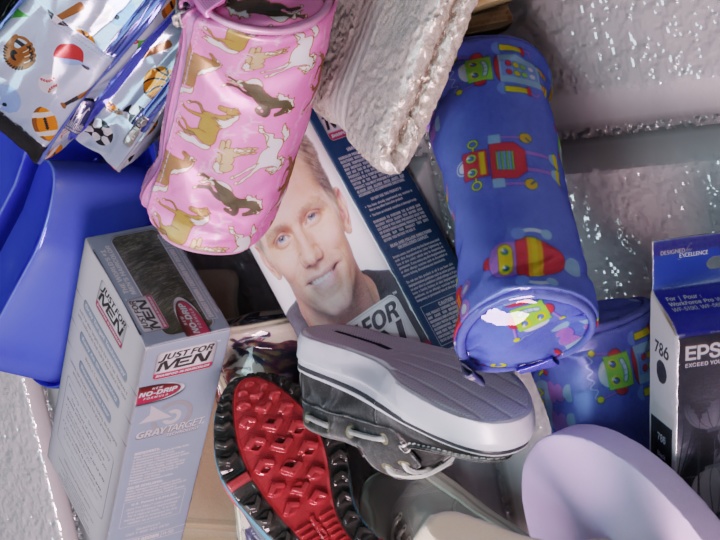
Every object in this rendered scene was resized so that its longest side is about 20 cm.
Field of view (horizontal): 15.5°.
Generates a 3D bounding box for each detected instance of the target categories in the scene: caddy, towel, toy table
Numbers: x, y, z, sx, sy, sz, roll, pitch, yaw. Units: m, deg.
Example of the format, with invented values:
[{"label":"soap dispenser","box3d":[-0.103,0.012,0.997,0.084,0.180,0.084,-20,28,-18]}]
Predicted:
[{"label":"caddy","box3d":[-0.195,-0.018,1.720,0.200,0.105,0.142,-58,37,29]},{"label":"towel","box3d":[0.030,-0.161,1.453,0.201,0.034,0.133,-67,25,13]},{"label":"toy table","box3d":[0.120,0.184,1.369,0.200,0.117,0.184,44,136,28]}]

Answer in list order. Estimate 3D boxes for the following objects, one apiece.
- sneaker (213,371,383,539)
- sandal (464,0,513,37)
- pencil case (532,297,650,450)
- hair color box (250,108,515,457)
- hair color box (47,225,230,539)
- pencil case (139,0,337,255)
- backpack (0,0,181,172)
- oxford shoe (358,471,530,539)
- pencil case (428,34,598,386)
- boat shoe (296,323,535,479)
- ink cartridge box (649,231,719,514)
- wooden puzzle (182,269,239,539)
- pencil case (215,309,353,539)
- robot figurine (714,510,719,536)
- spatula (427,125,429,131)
[{"label":"sneaker","box3d":[-0.038,0.159,1.584,0.200,0.079,0.096,63,158,16]},{"label":"sandal","box3d":[0.084,-0.178,1.444,0.211,0.077,0.070,-24,83,50]},{"label":"pencil case","box3d":[0.143,0.114,1.483,0.087,0.078,0.201,-158,54,-71]},{"label":"hair color box","box3d":[0.000,0.000,1.591,0.100,0.060,0.200,-36,80,43]},{"label":"hair color box","box3d":[-0.142,0.079,1.660,0.099,0.060,0.200,57,147,36]},{"label":"pencil case","box3d":[-0.072,-0.094,1.493,0.086,0.083,0.200,26,140,9]},{"label":"backpack","box3d":[-0.142,-0.167,1.578,0.154,0.200,0.191,29,121,-6]},{"label":"oxford shoe","box3d":[0.044,0.167,1.584,0.200,0.058,0.075,24,129,59]},{"label":"pencil case","box3d":[0.079,-0.033,1.434,0.087,0.078,0.200,75,-173,-51]},{"label":"boat shoe","box3d":[0.032,0.083,1.489,0.200,0.072,0.071,22,115,57]},{"label":"ink cartridge box","box3d":[0.204,0.077,1.407,0.039,0.099,0.201,-138,42,-66]},{"label":"wooden puzzle","box3d":[-0.128,0.099,1.763,0.185,0.037,0.201,-2,99,43]},{"label":"pencil case","box3d":[-0.052,0.117,1.657,0.078,0.089,0.201,5,107,53]},{"label":"robot figurine","box3d":[0.274,0.138,1.348,0.150,0.125,0.201,-4,103,57]},{"label":"spatula","box3d":[0.009,-0.176,1.546,0.056,0.021,0.201,-6,99,37]}]
